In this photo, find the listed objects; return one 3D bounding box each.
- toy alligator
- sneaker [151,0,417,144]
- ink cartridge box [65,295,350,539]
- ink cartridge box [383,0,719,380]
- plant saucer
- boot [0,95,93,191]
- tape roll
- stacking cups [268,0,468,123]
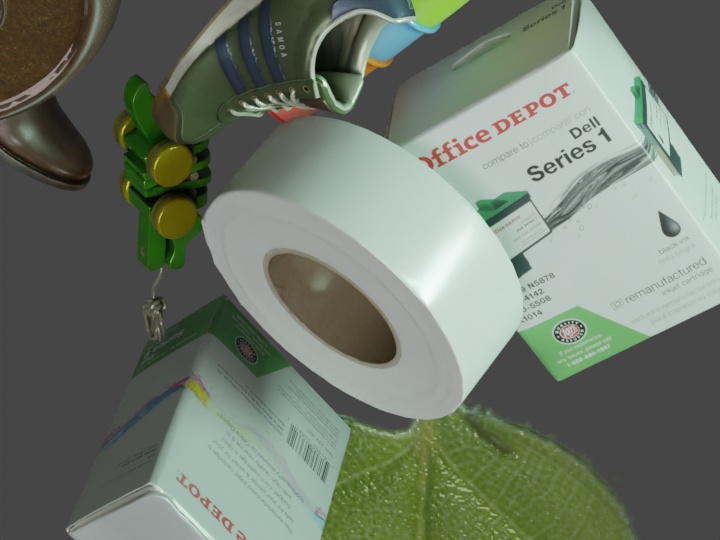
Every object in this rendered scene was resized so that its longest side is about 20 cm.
[{"bbox_3d":[-0.122,-0.044,1.309,0.054,0.059,0.201,-20,129,-25],"label":"toy alligator"},{"bbox_3d":[-0.043,-0.121,1.176,0.090,0.067,0.200,53,124,12],"label":"sneaker"},{"bbox_3d":[-0.097,0.140,1.338,0.087,0.200,0.145,-30,115,27],"label":"ink cartridge box"},{"bbox_3d":[0.127,-0.051,1.235,0.146,0.085,0.200,-29,115,26],"label":"ink cartridge box"},{"bbox_3d":[-0.234,-0.160,1.159,0.199,0.035,0.201,-8,130,-10],"label":"plant saucer"},{"bbox_3d":[-0.171,-0.160,1.236,0.200,0.064,0.186,-35,123,20],"label":"boot"},{"bbox_3d":[0.000,0.000,1.244,0.202,0.071,0.203,31,155,17],"label":"tape roll"},{"bbox_3d":[0.015,-0.154,1.199,0.200,0.061,0.060,-36,111,29],"label":"stacking cups"}]
